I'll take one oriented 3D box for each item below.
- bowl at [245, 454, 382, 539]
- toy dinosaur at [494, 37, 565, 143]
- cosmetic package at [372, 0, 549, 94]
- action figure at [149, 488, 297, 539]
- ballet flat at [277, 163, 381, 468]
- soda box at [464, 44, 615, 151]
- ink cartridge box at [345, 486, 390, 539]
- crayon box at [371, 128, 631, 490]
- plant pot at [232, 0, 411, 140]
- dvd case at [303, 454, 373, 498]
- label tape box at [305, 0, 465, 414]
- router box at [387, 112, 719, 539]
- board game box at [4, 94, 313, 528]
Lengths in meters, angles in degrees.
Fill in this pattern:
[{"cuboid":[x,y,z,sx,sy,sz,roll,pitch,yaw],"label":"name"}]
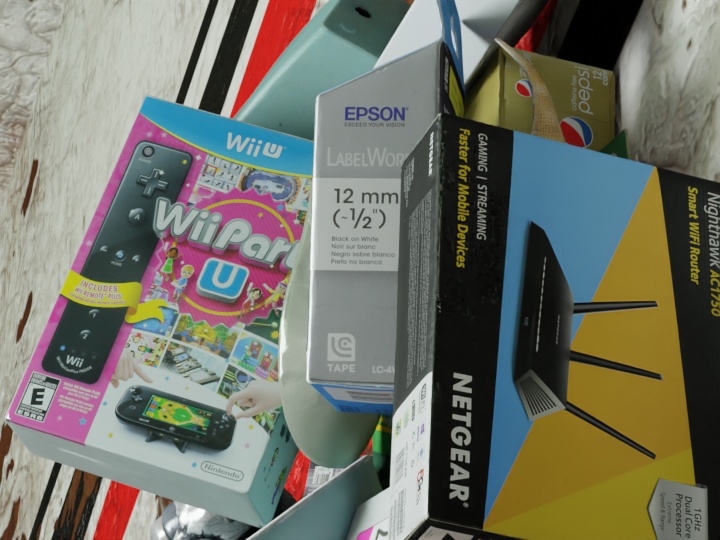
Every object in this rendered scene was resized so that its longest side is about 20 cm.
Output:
[{"cuboid":[-0.046,0.192,1.459,0.201,0.105,0.201,-36,-3,-2],"label":"bowl"},{"cuboid":[0.092,-0.027,1.348,0.058,0.101,0.200,-33,31,44],"label":"toy dinosaur"},{"cuboid":[0.070,-0.150,1.549,0.151,0.052,0.200,-53,-2,-34],"label":"cosmetic package"},{"cuboid":[-0.102,0.174,1.631,0.105,0.200,0.194,62,156,28],"label":"action figure"},{"cuboid":[0.000,0.000,1.481,0.064,0.067,0.200,-10,71,58],"label":"ballet flat"},{"cuboid":[0.069,-0.037,1.563,0.200,0.068,0.064,123,155,-54],"label":"soda box"},{"cuboid":[0.035,0.162,1.293,0.174,0.044,0.200,-37,25,47],"label":"ink cartridge box"},{"cuboid":[0.068,0.022,1.466,0.200,0.052,0.126,-42,46,52],"label":"crayon box"},{"cuboid":[-0.018,-0.060,1.718,0.200,0.141,0.141,-60,0,30],"label":"plant pot"},{"cuboid":[-0.020,0.208,1.703,0.149,0.016,0.200,166,116,-71],"label":"dvd case"},{"cuboid":[0.014,-0.036,1.383,0.143,0.066,0.200,53,-144,-81],"label":"label tape box"},{"cuboid":[0.090,0.041,1.257,0.051,0.149,0.200,128,150,-54],"label":"router box"},{"cuboid":[-0.083,0.020,1.567,0.064,0.147,0.200,68,-139,-63],"label":"board game box"}]
